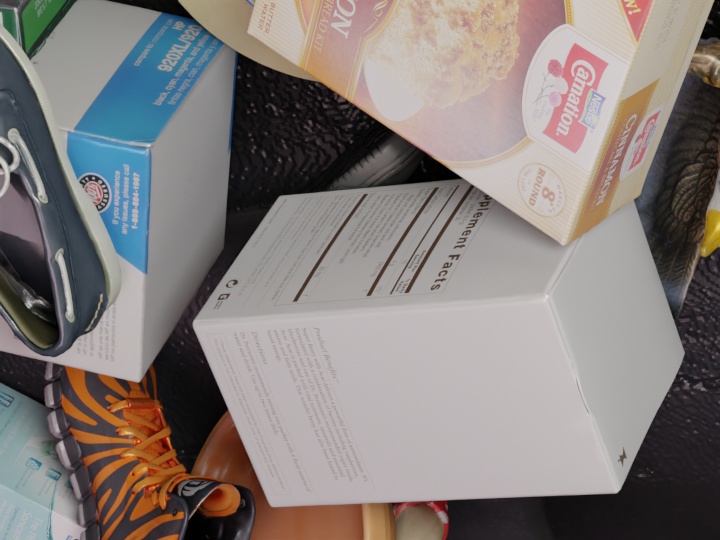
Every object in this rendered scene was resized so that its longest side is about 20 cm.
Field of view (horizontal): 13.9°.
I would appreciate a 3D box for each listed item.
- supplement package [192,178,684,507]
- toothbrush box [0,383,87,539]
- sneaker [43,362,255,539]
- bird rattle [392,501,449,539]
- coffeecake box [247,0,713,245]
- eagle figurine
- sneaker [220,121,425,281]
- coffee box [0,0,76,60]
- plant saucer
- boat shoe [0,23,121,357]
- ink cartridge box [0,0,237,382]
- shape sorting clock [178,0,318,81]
[{"bbox_3d":[0.042,0.034,1.482,0.199,0.120,0.122,-4,122,29],"label":"supplement package"},{"bbox_3d":[-0.236,0.145,1.761,0.199,0.085,0.147,27,127,2],"label":"toothbrush box"},{"bbox_3d":[-0.110,0.108,1.647,0.112,0.077,0.201,-17,82,48],"label":"sneaker"},{"bbox_3d":[0.019,0.167,1.648,0.112,0.164,0.200,25,139,-21],"label":"bird rattle"},{"bbox_3d":[0.058,-0.133,1.389,0.200,0.073,0.154,35,130,21],"label":"coffeecake box"},{"bbox_3d":[0.200,-0.056,1.464,0.152,0.151,0.200,56,171,28],"label":"eagle figurine"},{"bbox_3d":[-0.001,0.002,1.600,0.104,0.060,0.200,42,131,-9],"label":"sneaker"},{"bbox_3d":[-0.247,-0.161,1.538,0.199,0.123,0.044,10,127,15],"label":"coffee box"},{"bbox_3d":[-0.039,0.161,1.620,0.037,0.201,0.200,11,136,-33],"label":"plant saucer"},{"bbox_3d":[-0.187,-0.050,1.449,0.075,0.062,0.201,-14,111,26],"label":"boat shoe"},{"bbox_3d":[-0.183,-0.057,1.568,0.199,0.145,0.148,13,124,11],"label":"ink cartridge box"},{"bbox_3d":[-0.013,-0.178,1.492,0.199,0.039,0.201,4,127,5],"label":"shape sorting clock"}]
